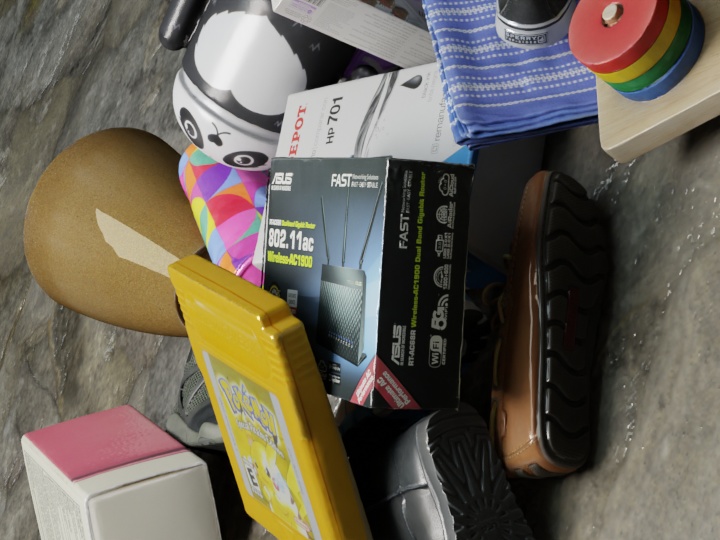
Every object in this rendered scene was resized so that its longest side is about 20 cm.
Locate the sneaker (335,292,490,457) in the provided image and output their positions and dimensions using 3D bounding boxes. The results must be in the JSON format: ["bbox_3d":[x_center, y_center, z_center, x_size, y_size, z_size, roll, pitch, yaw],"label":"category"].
[{"bbox_3d":[0.026,0.057,1.188,0.200,0.074,0.087,-58,43,45],"label":"sneaker"}]

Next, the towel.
[{"bbox_3d":[0.119,-0.164,1.163,0.024,0.144,0.201,78,-179,-46],"label":"towel"}]

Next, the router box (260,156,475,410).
[{"bbox_3d":[-0.002,0.003,1.100,0.200,0.062,0.151,-173,86,-65],"label":"router box"}]

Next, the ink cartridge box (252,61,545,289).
[{"bbox_3d":[0.029,-0.063,1.244,0.199,0.086,0.148,-6,65,40],"label":"ink cartridge box"}]

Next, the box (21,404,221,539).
[{"bbox_3d":[-0.203,0.208,1.453,0.200,0.108,0.129,21,123,62],"label":"box"}]

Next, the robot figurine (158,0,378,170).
[{"bbox_3d":[-0.072,-0.176,1.360,0.150,0.124,0.201,52,122,40],"label":"robot figurine"}]

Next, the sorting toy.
[{"bbox_3d":[0.209,-0.199,1.036,0.199,0.069,0.200,-28,47,36],"label":"sorting toy"}]

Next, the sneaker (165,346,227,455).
[{"bbox_3d":[-0.103,0.099,1.429,0.199,0.076,0.115,-5,73,66],"label":"sneaker"}]

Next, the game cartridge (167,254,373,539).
[{"bbox_3d":[-0.061,0.099,1.141,0.176,0.032,0.201,23,135,60],"label":"game cartridge"}]

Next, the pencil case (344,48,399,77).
[{"bbox_3d":[0.006,-0.201,1.424,0.200,0.084,0.086,-54,-3,29],"label":"pencil case"}]

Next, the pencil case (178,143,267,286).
[{"bbox_3d":[-0.095,-0.042,1.428,0.089,0.088,0.201,-55,36,24],"label":"pencil case"}]

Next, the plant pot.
[{"bbox_3d":[-0.181,-0.017,1.571,0.200,0.186,0.188,27,95,47],"label":"plant pot"}]

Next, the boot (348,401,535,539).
[{"bbox_3d":[0.035,0.188,1.123,0.200,0.065,0.166,-35,63,56],"label":"boot"}]

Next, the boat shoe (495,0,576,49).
[{"bbox_3d":[0.123,-0.239,1.179,0.068,0.073,0.200,81,-159,-44],"label":"boat shoe"}]

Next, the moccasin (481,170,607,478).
[{"bbox_3d":[0.114,0.034,1.096,0.077,0.073,0.203,-14,69,48],"label":"moccasin"}]

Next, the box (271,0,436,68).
[{"bbox_3d":[0.025,-0.180,1.254,0.041,0.199,0.039,-47,38,36],"label":"box"}]
